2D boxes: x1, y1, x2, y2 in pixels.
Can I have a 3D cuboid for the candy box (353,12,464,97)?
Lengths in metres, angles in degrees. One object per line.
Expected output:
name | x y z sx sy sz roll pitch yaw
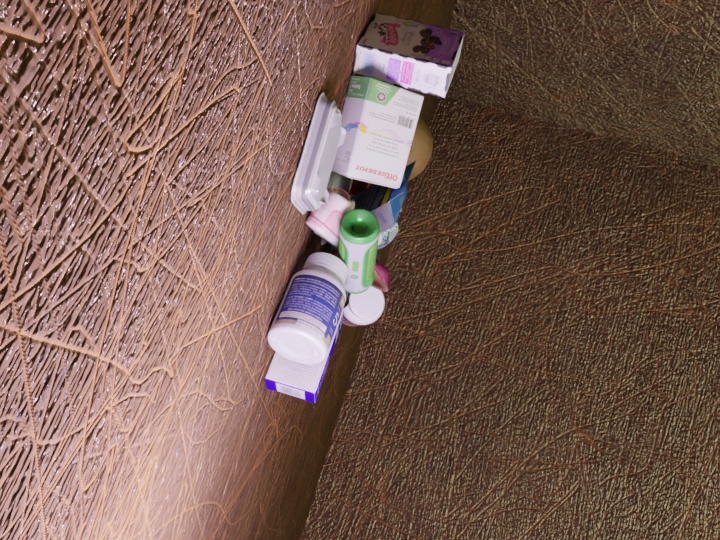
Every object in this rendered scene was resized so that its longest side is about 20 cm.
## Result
candy box | 0.102 -0.452 1.493 0.168 0.198 0.072 -69 171 -45

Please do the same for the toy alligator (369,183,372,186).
toy alligator | 0.060 -0.268 1.824 0.054 0.059 0.201 -19 -138 46

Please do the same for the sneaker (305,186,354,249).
sneaker | -0.049 -0.108 1.482 0.105 0.075 0.200 -57 169 -4

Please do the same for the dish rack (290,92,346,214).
dish rack | -0.070 -0.204 1.296 0.172 0.043 0.202 50 55 -82

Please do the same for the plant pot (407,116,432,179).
plant pot | 0.059 -0.318 1.661 0.200 0.185 0.188 30 75 -71

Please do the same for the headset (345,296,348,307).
headset | -0.079 0.034 1.666 0.200 0.093 0.125 123 -41 -78

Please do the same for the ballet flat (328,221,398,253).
ballet flat | 0.003 -0.065 1.692 0.199 0.074 0.074 -28 -154 37

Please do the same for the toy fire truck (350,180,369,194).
toy fire truck | 0.003 -0.243 1.826 0.141 0.048 0.201 90 18 -67

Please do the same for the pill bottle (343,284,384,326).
pill bottle | -0.003 0.081 1.783 0.200 0.112 0.114 154 -47 -79

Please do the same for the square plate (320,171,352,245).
square plate | -0.049 -0.183 1.601 0.198 0.028 0.201 93 14 -62

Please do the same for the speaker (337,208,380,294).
speaker | -0.006 -0.035 1.461 0.201 0.088 0.089 95 12 -56

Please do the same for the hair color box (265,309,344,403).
hair color box | -0.114 0.162 1.492 0.065 0.109 0.201 95 12 -61

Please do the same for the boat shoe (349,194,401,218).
boat shoe | 0.026 -0.146 1.778 0.199 0.072 0.063 11 91 -44

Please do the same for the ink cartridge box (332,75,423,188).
ink cartridge box | 0.032 -0.285 1.488 0.084 0.144 0.201 26 -76 52

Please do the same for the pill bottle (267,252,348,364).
pill bottle | -0.094 0.068 1.393 0.120 0.119 0.201 97 10 -54

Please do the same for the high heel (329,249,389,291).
high heel | 0.000 0.000 1.626 0.067 0.097 0.199 -33 160 34

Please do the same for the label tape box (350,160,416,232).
label tape box | 0.048 -0.146 1.606 0.199 0.063 0.145 -25 -154 33
